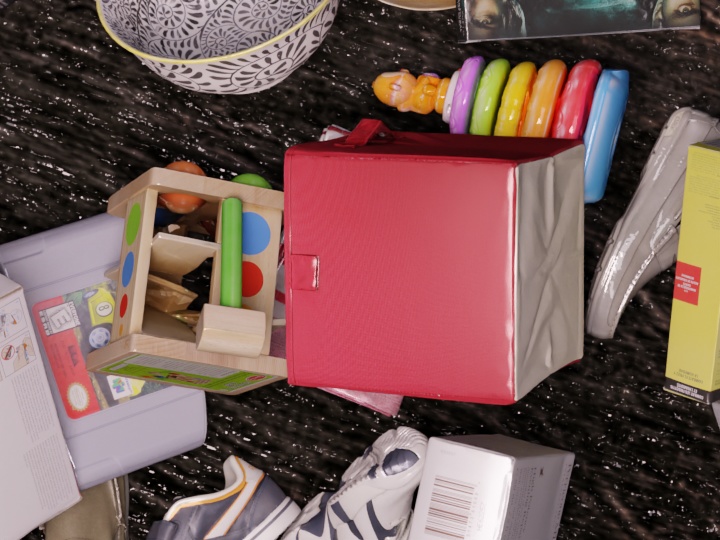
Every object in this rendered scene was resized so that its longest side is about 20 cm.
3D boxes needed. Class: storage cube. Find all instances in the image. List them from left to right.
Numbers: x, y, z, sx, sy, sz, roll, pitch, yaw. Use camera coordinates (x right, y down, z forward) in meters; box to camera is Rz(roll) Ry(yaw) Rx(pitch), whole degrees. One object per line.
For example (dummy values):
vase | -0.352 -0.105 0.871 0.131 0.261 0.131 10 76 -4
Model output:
storage cube | 0.058 -0.010 1.524 0.179 0.171 0.201 4 100 23

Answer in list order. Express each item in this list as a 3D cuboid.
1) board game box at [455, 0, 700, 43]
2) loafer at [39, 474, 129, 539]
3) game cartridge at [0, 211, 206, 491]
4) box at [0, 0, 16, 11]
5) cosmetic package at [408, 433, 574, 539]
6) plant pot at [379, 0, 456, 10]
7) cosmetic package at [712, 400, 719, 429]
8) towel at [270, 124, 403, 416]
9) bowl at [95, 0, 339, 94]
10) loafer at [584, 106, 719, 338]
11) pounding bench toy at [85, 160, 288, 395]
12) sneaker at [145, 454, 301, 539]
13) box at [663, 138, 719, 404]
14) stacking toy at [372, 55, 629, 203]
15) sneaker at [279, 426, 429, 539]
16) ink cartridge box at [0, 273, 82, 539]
board game box | 0.171 -0.252 1.628 0.199 0.028 0.136 -5 97 -13
loafer | -0.216 0.199 1.626 0.075 0.070 0.201 -13 93 -3
game cartridge | -0.198 0.058 1.614 0.133 0.041 0.201 -19 89 -29
box | -0.265 -0.289 1.583 0.200 0.106 0.122 -36 95 -2
cosmetic package | 0.102 0.181 1.573 0.074 0.200 0.102 13 92 20
plant pot | 0.052 -0.307 1.641 0.199 0.027 0.201 0 93 -2
cosmetic package | 0.390 0.098 1.616 0.199 0.151 0.052 -19 94 -3
towel | 0.000 0.000 1.654 0.143 0.023 0.201 22 91 -5
bowl | -0.095 -0.200 1.587 0.200 0.094 0.201 -8 49 9
loafer | 0.240 -0.032 1.642 0.070 0.070 0.201 26 90 4
pounding bench toy | -0.110 -0.003 1.534 0.124 0.200 0.157 11 77 -21
sneaker | -0.142 0.231 1.620 0.079 0.078 0.200 47 68 -2
box | 0.286 -0.001 1.618 0.075 0.050 0.201 -14 114 -43
stacking toy | 0.106 -0.128 1.626 0.199 0.116 0.110 14 97 10
sneaker | 0.029 0.210 1.594 0.129 0.080 0.199 41 129 -4
ink cartridge box | -0.311 0.082 1.552 0.084 0.175 0.201 -32 130 -31
